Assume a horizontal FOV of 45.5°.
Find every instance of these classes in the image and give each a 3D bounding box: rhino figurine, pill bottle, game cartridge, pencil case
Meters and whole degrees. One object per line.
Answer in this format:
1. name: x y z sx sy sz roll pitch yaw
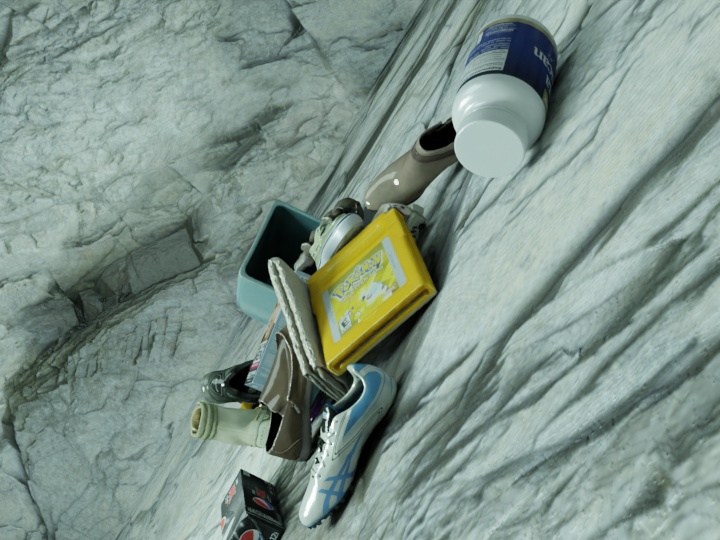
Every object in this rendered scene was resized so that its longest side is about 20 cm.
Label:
1. rhino figurine: -0.060 -0.054 1.496 0.200 0.060 0.088 -46 3 41
2. pill bottle: 0.171 -0.208 1.031 0.111 0.110 0.201 -48 16 49
3. game cartridge: 0.007 0.021 1.165 0.176 0.032 0.201 -41 34 15
4. pencil case: 0.031 -0.007 1.265 0.089 0.078 0.201 -6 53 53

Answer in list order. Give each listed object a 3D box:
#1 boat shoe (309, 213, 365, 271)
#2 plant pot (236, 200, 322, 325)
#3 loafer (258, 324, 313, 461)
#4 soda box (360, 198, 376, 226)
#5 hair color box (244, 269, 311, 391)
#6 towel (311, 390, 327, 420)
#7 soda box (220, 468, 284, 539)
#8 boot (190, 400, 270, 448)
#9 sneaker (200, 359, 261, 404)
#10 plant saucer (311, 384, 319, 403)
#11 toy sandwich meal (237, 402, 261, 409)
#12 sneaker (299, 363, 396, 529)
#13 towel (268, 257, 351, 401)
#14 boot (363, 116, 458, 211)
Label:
1. boat shoe: -0.045 -0.041 1.313 0.072 0.062 0.200 -36 -10 -24
2. plant pot: -0.135 0.024 1.695 0.200 0.194 0.197 120 174 -54
3. loafer: -0.110 0.179 1.240 0.073 0.070 0.202 176 92 -66
4. soda box: -0.008 -0.030 1.539 0.201 0.068 0.063 -61 10 1
5. hair color box: -0.127 0.107 1.449 0.201 0.060 0.099 -69 11 -15
6. towel: -0.072 0.186 1.397 0.201 0.023 0.144 -59 11 13
7. soda box: -0.161 0.360 1.255 0.071 0.063 0.200 -61 10 -2
8. boot: -0.223 0.269 1.521 0.200 0.153 0.073 178 102 -77
9. sneaker: -0.183 0.206 1.578 0.114 0.198 0.077 -15 76 42
10. plant saucer: -0.075 0.137 1.356 0.200 0.027 0.202 -157 90 -80
11. toy sandwich meal: -0.228 0.251 1.840 0.206 0.070 0.205 -58 11 18
12. sneaker: -0.028 0.203 1.008 0.201 0.072 0.072 -64 12 -7
13. towel: -0.070 0.083 1.214 0.034 0.133 0.201 -27 59 8
14. boot: 0.089 -0.163 1.257 0.199 0.070 0.146 -35 -7 -3
